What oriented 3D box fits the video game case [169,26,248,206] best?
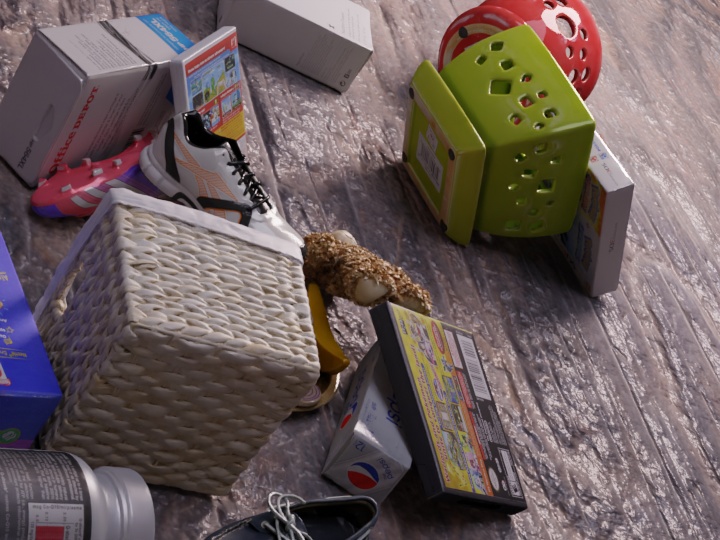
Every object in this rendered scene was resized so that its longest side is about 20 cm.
[{"bbox_3d":[-0.157,-0.144,1.738,0.017,0.202,0.143,4,23,19],"label":"video game case"}]

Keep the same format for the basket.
[{"bbox_3d":[-0.163,0.069,1.406,0.198,0.199,0.162,16,39,-30],"label":"basket"}]

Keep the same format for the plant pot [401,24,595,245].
[{"bbox_3d":[0.162,-0.160,2.045,0.180,0.200,0.201,-15,51,-19],"label":"plant pot"}]

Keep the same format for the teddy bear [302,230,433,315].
[{"bbox_3d":[0.000,0.000,1.707,0.144,0.067,0.200,18,2,-14],"label":"teddy bear"}]

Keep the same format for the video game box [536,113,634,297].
[{"bbox_3d":[0.284,-0.096,2.106,0.046,0.201,0.183,-19,51,-15],"label":"video game box"}]

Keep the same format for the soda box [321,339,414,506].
[{"bbox_3d":[0.022,0.143,1.616,0.068,0.064,0.200,33,29,-8],"label":"soda box"}]

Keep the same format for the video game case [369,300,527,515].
[{"bbox_3d":[0.089,0.140,1.625,0.180,0.025,0.202,22,47,-56],"label":"video game case"}]

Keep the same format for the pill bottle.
[{"bbox_3d":[-0.260,0.190,1.208,0.199,0.117,0.117,9,39,-37],"label":"pill bottle"}]

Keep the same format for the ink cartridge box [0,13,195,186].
[{"bbox_3d":[-0.274,-0.180,1.694,0.084,0.147,0.199,43,30,17],"label":"ink cartridge box"}]

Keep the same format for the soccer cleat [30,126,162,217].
[{"bbox_3d":[-0.252,-0.084,1.670,0.066,0.077,0.199,11,29,36],"label":"soccer cleat"}]

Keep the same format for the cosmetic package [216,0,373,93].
[{"bbox_3d":[-0.088,-0.332,2.166,0.199,0.081,0.113,24,33,-21],"label":"cosmetic package"}]

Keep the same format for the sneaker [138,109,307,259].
[{"bbox_3d":[-0.130,-0.079,1.623,0.199,0.080,0.074,39,27,4],"label":"sneaker"}]

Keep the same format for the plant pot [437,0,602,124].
[{"bbox_3d":[0.218,-0.300,2.327,0.200,0.201,0.182,45,39,17],"label":"plant pot"}]

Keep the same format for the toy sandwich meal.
[{"bbox_3d":[-0.093,0.052,1.623,0.204,0.070,0.206,26,31,-17],"label":"toy sandwich meal"}]

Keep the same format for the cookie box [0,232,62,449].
[{"bbox_3d":[-0.361,0.050,1.348,0.170,0.075,0.201,9,39,-39],"label":"cookie box"}]

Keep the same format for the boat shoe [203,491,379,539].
[{"bbox_3d":[-0.061,0.233,1.406,0.199,0.062,0.075,1,46,-44],"label":"boat shoe"}]
